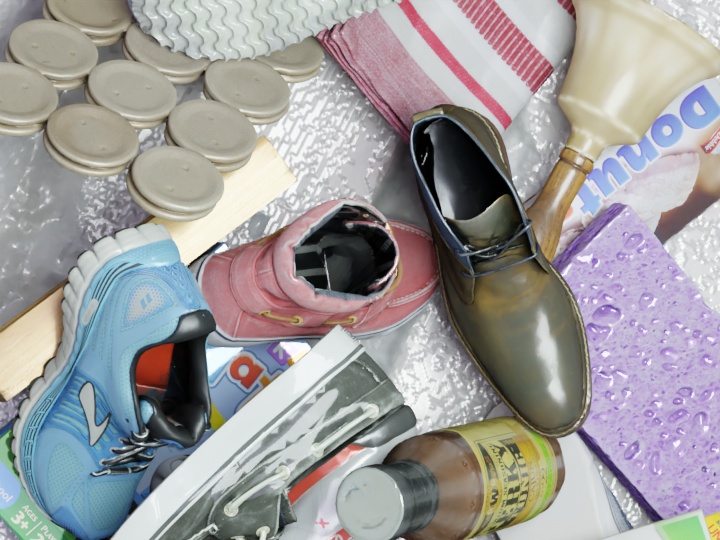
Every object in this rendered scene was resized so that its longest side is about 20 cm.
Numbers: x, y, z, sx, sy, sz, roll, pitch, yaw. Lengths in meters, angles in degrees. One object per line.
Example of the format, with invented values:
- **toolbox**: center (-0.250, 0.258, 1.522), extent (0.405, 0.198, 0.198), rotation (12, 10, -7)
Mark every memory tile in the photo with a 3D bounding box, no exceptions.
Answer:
- **memory tile**: center (-0.116, -0.107, 1.235), extent (0.153, 0.017, 0.200), rotation (26, 40, 5)

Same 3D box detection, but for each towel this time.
- **towel**: center (0.077, -0.164, 1.330), extent (0.200, 0.023, 0.144), rotation (-51, 124, -11)

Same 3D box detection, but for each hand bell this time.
- **hand bell**: center (0.122, -0.058, 1.320), extent (0.104, 0.104, 0.201), rotation (30, 87, -10)

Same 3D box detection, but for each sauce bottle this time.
- **sauce bottle**: center (0.049, 0.118, 1.230), extent (0.064, 0.200, 0.065), rotation (2, 94, 27)

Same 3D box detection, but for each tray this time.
- **tray**: center (-0.131, 0.000, 1.267), extent (0.200, 0.099, 0.037), rotation (-37, 94, -11)

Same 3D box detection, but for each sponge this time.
- **sponge**: center (0.179, 0.069, 1.357), extent (0.112, 0.030, 0.200), rotation (-45, 106, -9)

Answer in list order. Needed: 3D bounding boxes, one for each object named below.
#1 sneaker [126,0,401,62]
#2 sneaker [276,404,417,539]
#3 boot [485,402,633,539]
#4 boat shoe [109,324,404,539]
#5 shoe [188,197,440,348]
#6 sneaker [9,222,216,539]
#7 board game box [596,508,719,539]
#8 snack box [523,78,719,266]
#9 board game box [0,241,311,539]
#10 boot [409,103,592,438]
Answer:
- **sneaker**: center (-0.033, -0.181, 1.259), extent (0.199, 0.100, 0.070), rotation (-14, 124, 2)
- **sneaker**: center (-0.022, 0.174, 1.262), extent (0.201, 0.067, 0.108), rotation (-40, 88, -6)
- **boot**: center (0.135, 0.173, 1.345), extent (0.073, 0.090, 0.201), rotation (-28, 68, 12)
- **boat shoe**: center (-0.063, 0.117, 1.203), extent (0.200, 0.071, 0.064), rotation (-43, 86, -3)
- **shoe**: center (0.000, 0.000, 1.256), extent (0.200, 0.091, 0.072), rotation (-9, 83, -47)
- **sneaker**: center (-0.126, 0.076, 1.192), extent (0.078, 0.201, 0.090), rotation (-17, 49, -37)
- **board game box**: center (0.129, 0.204, 1.266), extent (0.199, 0.030, 0.096), rotation (-16, 69, -2)
- **snack box**: center (0.152, -0.037, 1.370), extent (0.200, 0.024, 0.072), rotation (-38, 95, -11)
- **board game box**: center (-0.108, 0.105, 1.302), extent (0.200, 0.037, 0.151), rotation (-42, 97, -11)
- **boot**: center (0.071, -0.001, 1.253), extent (0.074, 0.097, 0.201), rotation (-24, 81, 10)
